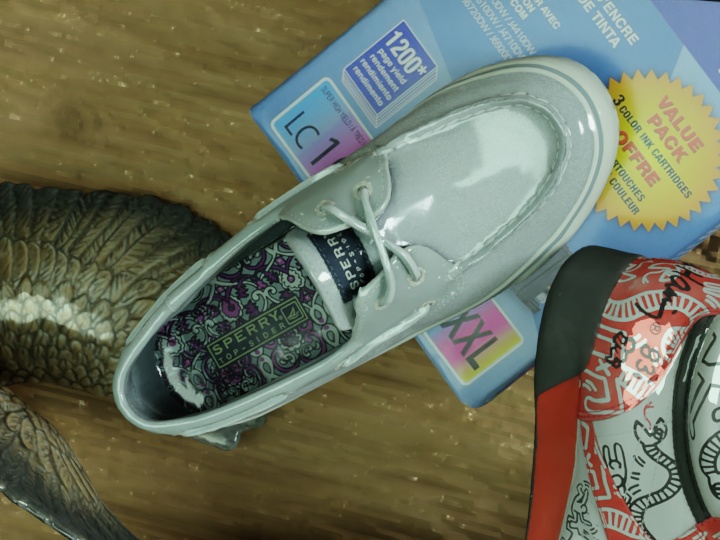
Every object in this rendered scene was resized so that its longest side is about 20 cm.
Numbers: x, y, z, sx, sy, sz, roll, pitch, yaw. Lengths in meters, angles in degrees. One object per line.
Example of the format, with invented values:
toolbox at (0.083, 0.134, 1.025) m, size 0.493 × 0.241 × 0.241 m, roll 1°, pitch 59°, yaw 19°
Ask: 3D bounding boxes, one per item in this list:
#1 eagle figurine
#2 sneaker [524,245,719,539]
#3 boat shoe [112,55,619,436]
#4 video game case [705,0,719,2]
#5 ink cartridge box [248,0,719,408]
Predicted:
eagle figurine at (-0.143, 0.038, 1.060) m, size 0.199 × 0.151 × 0.153 m, roll -2°, pitch 78°, yaw 28°
sneaker at (0.114, 0.096, 0.958) m, size 0.107 × 0.067 × 0.203 m, roll 13°, pitch 117°, yaw 28°
boat shoe at (-0.001, -0.001, 0.958) m, size 0.200 × 0.071 × 0.070 m, roll -34°, pitch 89°, yaw 22°
video game case at (0.143, -0.188, 0.939) m, size 0.142 × 0.019 × 0.202 m, roll 4°, pitch 86°, yaw -1°
ink cartridge box at (0.082, -0.067, 0.998) m, size 0.200 × 0.076 × 0.137 m, roll -38°, pitch 88°, yaw 18°
